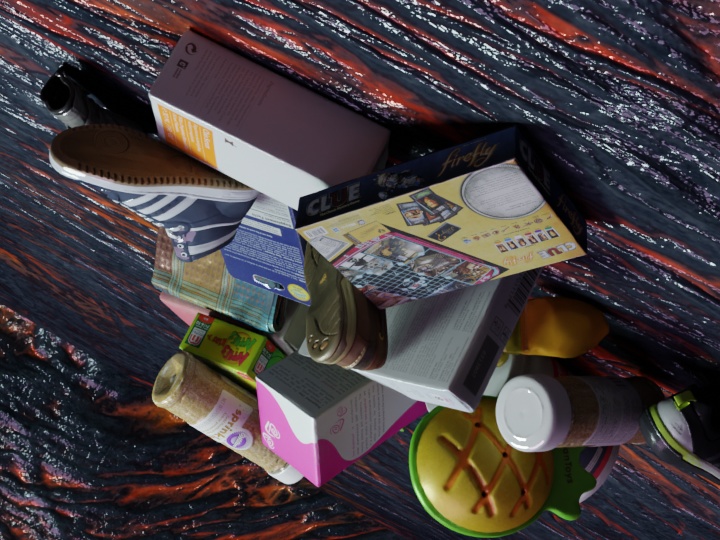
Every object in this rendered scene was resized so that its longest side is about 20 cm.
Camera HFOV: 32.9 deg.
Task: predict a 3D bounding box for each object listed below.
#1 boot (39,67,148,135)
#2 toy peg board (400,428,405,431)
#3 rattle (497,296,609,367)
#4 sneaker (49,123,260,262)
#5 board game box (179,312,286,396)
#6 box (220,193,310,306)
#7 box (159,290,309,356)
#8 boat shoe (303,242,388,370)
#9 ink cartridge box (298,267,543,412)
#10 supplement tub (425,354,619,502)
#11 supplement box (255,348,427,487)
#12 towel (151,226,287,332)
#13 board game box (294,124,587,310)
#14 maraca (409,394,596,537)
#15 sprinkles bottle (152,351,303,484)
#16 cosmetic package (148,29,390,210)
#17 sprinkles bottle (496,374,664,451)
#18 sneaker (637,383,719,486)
[{"bbox_3d":[-0.256,-0.131,1.236,0.132,0.070,0.199,42,173,-39],"label":"boot"},{"bbox_3d":[-0.010,0.132,1.624,0.198,0.099,0.199,34,162,-19],"label":"toy peg board"},{"bbox_3d":[0.142,0.073,1.221,0.141,0.131,0.201,-11,150,-14],"label":"rattle"},{"bbox_3d":[-0.194,-0.068,1.130,0.198,0.071,0.109,7,140,-21],"label":"sneaker"},{"bbox_3d":[-0.114,0.124,1.408,0.101,0.048,0.200,17,161,32],"label":"board game box"},{"bbox_3d":[-0.102,-0.058,1.229,0.120,0.032,0.201,19,139,28],"label":"box"},{"bbox_3d":[-0.112,0.026,1.422,0.198,0.129,0.109,15,160,35],"label":"box"},{"bbox_3d":[-0.008,0.005,1.117,0.067,0.202,0.072,22,137,-27],"label":"boat shoe"},{"bbox_3d":[0.055,0.034,1.123,0.199,0.164,0.057,6,152,49],"label":"ink cartridge box"},{"bbox_3d":[0.178,0.158,1.327,0.200,0.141,0.140,39,160,-33],"label":"supplement tub"},{"bbox_3d":[-0.008,0.130,1.341,0.103,0.199,0.102,29,135,36],"label":"supplement box"},{"bbox_3d":[-0.154,-0.025,1.347,0.198,0.149,0.022,17,-166,35],"label":"towel"},{"bbox_3d":[0.066,-0.036,0.984,0.198,0.035,0.135,-16,140,29],"label":"board game box"},{"bbox_3d":[0.140,0.189,1.189,0.197,0.139,0.107,1,164,-20],"label":"maraca"},{"bbox_3d":[-0.139,0.167,1.368,0.199,0.069,0.068,37,161,-28],"label":"sprinkles bottle"},{"bbox_3d":[-0.078,-0.117,1.057,0.198,0.072,0.102,26,163,5],"label":"cosmetic package"},{"bbox_3d":[0.215,0.135,1.164,0.199,0.069,0.068,6,-177,-45],"label":"sprinkles bottle"},{"bbox_3d":[0.348,0.154,1.168,0.199,0.083,0.072,17,-143,-46],"label":"sneaker"}]
